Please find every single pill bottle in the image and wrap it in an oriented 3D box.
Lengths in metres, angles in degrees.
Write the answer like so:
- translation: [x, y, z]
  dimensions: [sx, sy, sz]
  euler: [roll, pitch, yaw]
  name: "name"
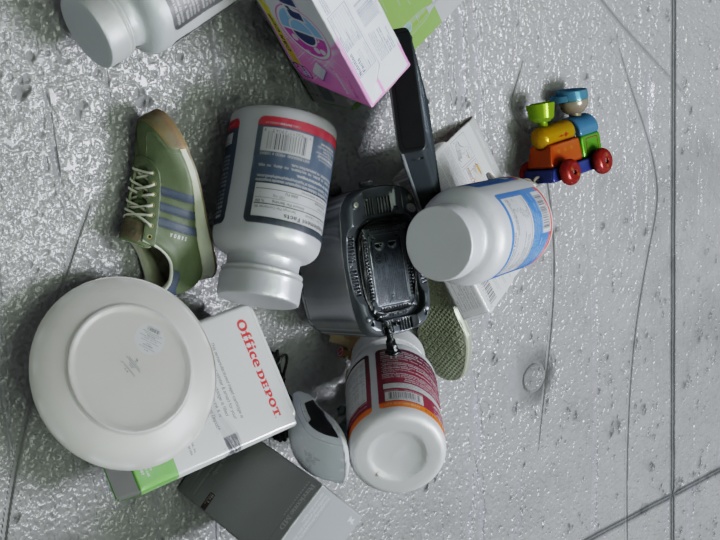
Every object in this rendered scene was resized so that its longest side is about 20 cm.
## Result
- translation: [0.037, 0.152, 1.555]
  dimensions: [0.109, 0.200, 0.110]
  euler: [-1, 118, -1]
  name: "pill bottle"
- translation: [-0.096, -0.065, 1.466]
  dimensions: [0.119, 0.119, 0.202]
  euler: [18, 75, -40]
  name: "pill bottle"
- translation: [-0.195, -0.287, 1.359]
  dimensions: [0.200, 0.110, 0.111]
  euler: [-39, 124, -25]
  name: "pill bottle"
- translation: [0.132, -0.044, 1.542]
  dimensions: [0.200, 0.111, 0.113]
  euler: [-15, 113, -58]
  name: "pill bottle"

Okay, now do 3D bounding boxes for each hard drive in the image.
- translation: [0.059, -0.161, 1.505]
  dimensions: [0.200, 0.033, 0.141]
  euler: [60, 22, -73]
  name: "hard drive"

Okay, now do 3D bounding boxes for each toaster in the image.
- translation: [0.000, 0.000, 1.567]
  dimensions: [0.113, 0.129, 0.202]
  euler: [-12, 94, -35]
  name: "toaster"

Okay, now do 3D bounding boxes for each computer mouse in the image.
- translation: [-0.069, 0.175, 1.539]
  dimensions: [0.044, 0.200, 0.111]
  euler: [-8, 112, -22]
  name: "computer mouse"

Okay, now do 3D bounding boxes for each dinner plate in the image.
- translation: [-0.236, 0.102, 1.387]
  dimensions: [0.199, 0.024, 0.202]
  euler: [10, 70, -27]
  name: "dinner plate"

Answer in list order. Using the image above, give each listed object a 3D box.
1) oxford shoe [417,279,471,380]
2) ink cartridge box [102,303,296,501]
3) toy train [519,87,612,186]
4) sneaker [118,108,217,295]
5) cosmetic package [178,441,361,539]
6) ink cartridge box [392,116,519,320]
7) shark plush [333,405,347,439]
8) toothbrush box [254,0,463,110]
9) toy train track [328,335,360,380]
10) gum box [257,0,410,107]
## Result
- translation: [0.106, 0.048, 1.729]
  dimensions: [0.058, 0.075, 0.201]
  euler: [-49, 133, -52]
  name: "oxford shoe"
- translation: [-0.189, 0.140, 1.465]
  dimensions: [0.199, 0.084, 0.147]
  euler: [-20, 86, -33]
  name: "ink cartridge box"
- translation: [0.235, -0.165, 1.756]
  dimensions: [0.199, 0.084, 0.117]
  euler: [-19, 103, -41]
  name: "toy train"
- translation: [-0.215, -0.060, 1.433]
  dimensions: [0.090, 0.067, 0.202]
  euler: [-33, 124, -34]
  name: "sneaker"
- translation: [-0.104, 0.261, 1.526]
  dimensions: [0.107, 0.199, 0.090]
  euler: [-54, 127, -12]
  name: "cosmetic package"
- translation: [0.134, -0.067, 1.697]
  dimensions: [0.201, 0.044, 0.176]
  euler: [63, 36, -14]
  name: "ink cartridge box"
- translation: [0.006, 0.185, 1.636]
  dimensions: [0.200, 0.083, 0.092]
  euler: [2, 97, -65]
  name: "shark plush"
- translation: [0.002, -0.303, 1.530]
  dimensions: [0.200, 0.086, 0.146]
  euler: [-47, 127, -18]
  name: "toothbrush box"
- translation: [0.014, 0.047, 1.677]
  dimensions: [0.114, 0.032, 0.202]
  euler: [19, 84, -33]
  name: "toy train track"
- translation: [-0.039, -0.260, 1.363]
  dimensions: [0.066, 0.113, 0.200]
  euler: [-48, 136, -15]
  name: "gum box"
